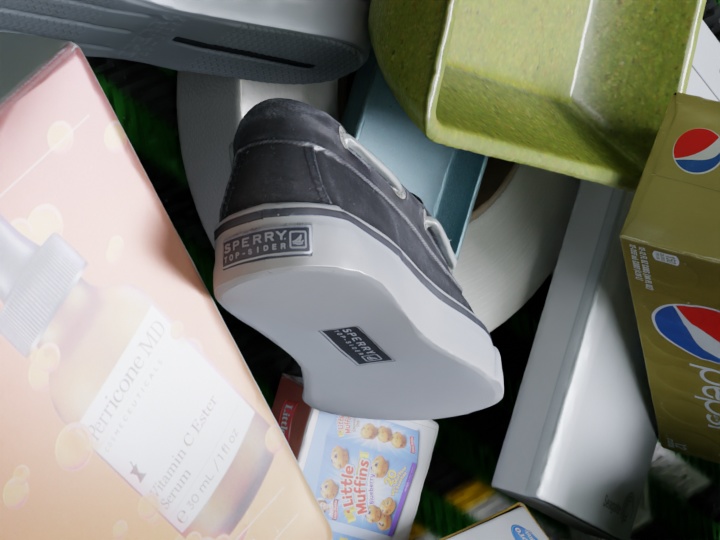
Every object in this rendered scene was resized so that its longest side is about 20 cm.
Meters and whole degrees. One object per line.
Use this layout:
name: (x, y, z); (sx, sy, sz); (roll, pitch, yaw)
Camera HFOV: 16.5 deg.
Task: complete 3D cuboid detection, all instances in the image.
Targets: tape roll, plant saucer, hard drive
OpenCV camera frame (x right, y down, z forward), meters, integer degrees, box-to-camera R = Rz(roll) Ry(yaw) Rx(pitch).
tape roll: (0.018, -0.070, 0.925); (0.202, 0.037, 0.204); (-11, 105, -43)
plant saucer: (0.068, -0.136, 0.857); (0.199, 0.048, 0.202); (8, 95, -61)
plant saucer: (0.037, -0.107, 0.898); (0.070, 0.019, 0.201); (25, 80, -45)
hard drive: (0.110, 0.003, 1.007); (0.132, 0.027, 0.201); (33, 73, -65)

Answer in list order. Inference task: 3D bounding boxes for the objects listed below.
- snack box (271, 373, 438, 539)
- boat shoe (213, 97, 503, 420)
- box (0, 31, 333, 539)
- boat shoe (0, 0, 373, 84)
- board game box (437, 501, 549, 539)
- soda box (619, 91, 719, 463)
snack box: (-0.026, 0.144, 0.928); (0.072, 0.024, 0.201); (21, 83, -45)
boat shoe: (0.000, 0.000, 0.831); (0.200, 0.071, 0.068); (43, 43, -63)
box: (-0.124, 0.050, 0.757); (0.152, 0.106, 0.201); (-46, 126, -29)
boat shoe: (-0.084, -0.106, 0.792); (0.199, 0.072, 0.063); (11, 68, -34)
board game box: (0.027, 0.178, 0.871); (0.199, 0.153, 0.040); (-16, 151, -42)
soda box: (0.150, 0.013, 0.966); (0.200, 0.067, 0.064); (66, 43, -62)
